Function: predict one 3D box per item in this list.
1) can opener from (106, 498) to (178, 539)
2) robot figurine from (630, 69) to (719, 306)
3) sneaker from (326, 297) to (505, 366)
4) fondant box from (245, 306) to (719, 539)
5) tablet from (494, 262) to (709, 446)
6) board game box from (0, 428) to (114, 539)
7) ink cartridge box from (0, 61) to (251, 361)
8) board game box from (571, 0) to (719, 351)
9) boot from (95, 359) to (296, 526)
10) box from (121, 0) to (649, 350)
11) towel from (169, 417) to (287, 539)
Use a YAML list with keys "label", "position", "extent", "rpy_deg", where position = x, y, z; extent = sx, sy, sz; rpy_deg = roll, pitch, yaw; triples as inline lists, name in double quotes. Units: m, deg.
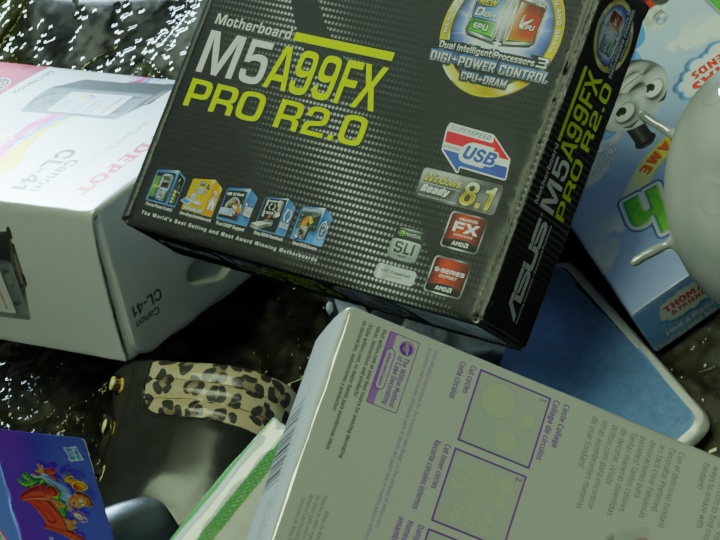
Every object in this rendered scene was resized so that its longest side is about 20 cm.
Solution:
- label: "can opener"
  position: [-0.046, 0.107, 1.137]
  extent: [0.200, 0.067, 0.053]
  rpy_deg: [-30, 37, -1]
- label: "robot figurine"
  position: [0.212, -0.034, 1.119]
  extent: [0.200, 0.113, 0.170]
  rpy_deg: [1, 53, 13]
- label: "sneaker"
  position: [0.000, 0.000, 1.242]
  extent: [0.130, 0.079, 0.199]
  rpy_deg: [16, 91, 43]
- label: "fondant box"
  position: [0.057, 0.120, 1.068]
  extent: [0.058, 0.200, 0.144]
  rpy_deg: [132, 159, -69]
- label: "tablet"
  position: [0.048, 0.094, 1.218]
  extent: [0.200, 0.014, 0.130]
  rpy_deg: [-40, 45, 2]
- label: "board game box"
  position: [-0.162, 0.176, 1.094]
  extent: [0.200, 0.045, 0.135]
  rpy_deg: [-47, 49, 35]
- label: "ink cartridge box"
  position: [-0.151, -0.034, 1.357]
  extent: [0.200, 0.086, 0.148]
  rpy_deg: [6, 31, 38]
- label: "board game box"
  position: [0.150, -0.075, 1.264]
  extent: [0.151, 0.037, 0.200]
  rpy_deg: [-35, 46, 5]
- label: "boot"
  position: [-0.122, 0.122, 1.262]
  extent: [0.200, 0.073, 0.151]
  rpy_deg: [-8, 53, 36]
- label: "box"
  position: [0.008, -0.067, 1.184]
  extent: [0.200, 0.044, 0.160]
  rpy_deg: [16, 82, 35]
- label: "towel"
  position: [-0.005, 0.177, 1.094]
  extent: [0.153, 0.200, 0.023]
  rpy_deg: [-50, 1, -8]
